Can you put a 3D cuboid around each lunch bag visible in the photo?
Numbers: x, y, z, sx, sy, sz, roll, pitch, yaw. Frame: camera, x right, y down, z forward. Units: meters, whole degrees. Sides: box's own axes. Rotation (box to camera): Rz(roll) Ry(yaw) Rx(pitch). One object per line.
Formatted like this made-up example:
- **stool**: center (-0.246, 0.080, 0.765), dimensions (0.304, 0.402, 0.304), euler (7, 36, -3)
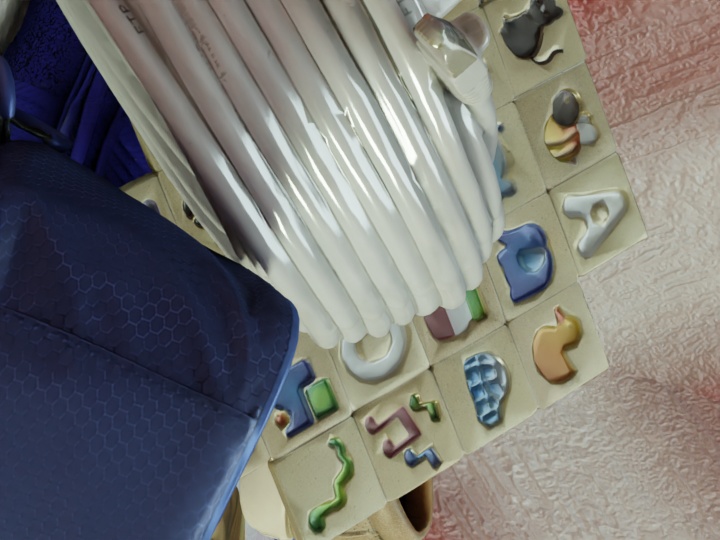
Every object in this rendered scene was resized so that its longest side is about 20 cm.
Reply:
- **lunch bag**: center (-0.108, 0.049, 0.581), dimensions (0.136, 0.132, 0.200), euler (-164, -84, -78)

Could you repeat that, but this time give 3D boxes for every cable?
- **cable**: center (-0.036, -0.070, 0.657), dimensions (0.069, 0.200, 0.200), euler (-33, 149, -6)

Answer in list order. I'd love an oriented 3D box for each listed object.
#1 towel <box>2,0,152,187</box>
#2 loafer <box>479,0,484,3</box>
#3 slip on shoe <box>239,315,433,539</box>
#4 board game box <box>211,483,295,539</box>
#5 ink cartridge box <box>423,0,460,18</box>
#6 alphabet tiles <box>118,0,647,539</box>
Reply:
- **towel**: center (-0.076, 0.000, 0.853), dimensions (0.148, 0.049, 0.200), euler (46, 56, -45)
- **loafer**: center (0.021, -0.112, 1.030), dimensions (0.200, 0.072, 0.063), euler (70, 2, -52)
- **slip on shoe**: center (0.000, 0.000, 0.887), dimensions (0.076, 0.060, 0.201), euler (-23, 122, -64)
- **board game box**: center (-0.092, 0.109, 0.949), dimensions (0.200, 0.041, 0.200), euler (-58, 148, -34)
- **ink cartridge box**: center (0.031, -0.167, 0.797), dimensions (0.200, 0.084, 0.145), euler (-43, -154, -20)
- **alphabet tiles**: center (0.005, -0.014, 0.851), dimensions (0.200, 0.167, 0.006), euler (-29, -164, -28)
